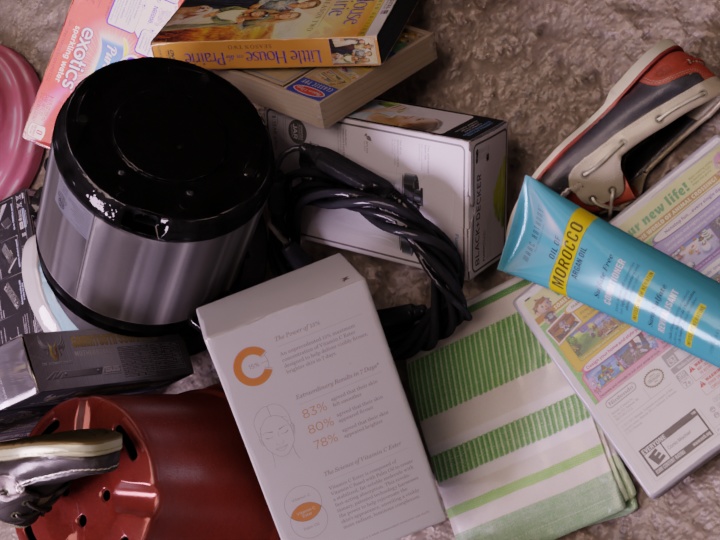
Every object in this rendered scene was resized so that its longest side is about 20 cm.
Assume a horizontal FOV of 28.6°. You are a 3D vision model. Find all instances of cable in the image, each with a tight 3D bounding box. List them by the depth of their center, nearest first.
[{"bbox_3d":[0.000,0.000,1.116,0.199,0.051,0.164,30,127,23],"label":"cable"}]

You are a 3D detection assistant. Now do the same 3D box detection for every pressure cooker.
[{"bbox_3d":[-0.171,-0.048,1.124,0.200,0.177,0.177,116,156,-50],"label":"pressure cooker"}]

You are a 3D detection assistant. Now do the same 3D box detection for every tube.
[{"bbox_3d":[0.190,0.006,1.012,0.199,0.050,0.078,29,111,29],"label":"tube"}]

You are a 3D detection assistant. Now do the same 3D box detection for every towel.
[{"bbox_3d":[0.117,0.114,1.098,0.152,0.023,0.201,-27,70,26],"label":"towel"}]

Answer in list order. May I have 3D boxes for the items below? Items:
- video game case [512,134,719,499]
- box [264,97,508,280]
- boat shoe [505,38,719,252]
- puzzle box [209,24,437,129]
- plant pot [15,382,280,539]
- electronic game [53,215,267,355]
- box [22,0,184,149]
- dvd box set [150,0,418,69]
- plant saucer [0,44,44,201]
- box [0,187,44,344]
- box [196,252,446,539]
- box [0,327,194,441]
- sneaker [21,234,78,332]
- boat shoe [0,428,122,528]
[{"bbox_3d":[0.237,0.032,1.023,0.200,0.022,0.183,-40,67,14],"label":"video game case"},{"bbox_3d":[0.020,-0.073,1.141,0.199,0.060,0.117,14,118,33],"label":"box"},{"bbox_3d":[0.189,-0.080,1.061,0.200,0.071,0.063,-49,64,10],"label":"boat shoe"},{"bbox_3d":[-0.052,-0.182,1.184,0.199,0.133,0.026,25,139,40],"label":"puzzle box"},{"bbox_3d":[-0.164,0.184,1.155,0.200,0.195,0.202,-6,79,31],"label":"plant pot"},{"bbox_3d":[-0.180,-0.020,1.246,0.198,0.042,0.202,0,96,1],"label":"electronic game"},{"bbox_3d":[-0.217,-0.193,1.295,0.102,0.095,0.201,21,94,4],"label":"box"},{"bbox_3d":[-0.058,-0.214,1.181,0.199,0.147,0.030,2,127,20],"label":"dvd box set"},{"bbox_3d":[-0.410,-0.140,1.449,0.199,0.051,0.202,-6,78,30],"label":"plant saucer"},{"bbox_3d":[-0.352,0.042,1.381,0.157,0.050,0.201,-23,70,27],"label":"box"},{"bbox_3d":[-0.031,0.107,1.067,0.124,0.097,0.201,-21,105,-7],"label":"box"},{"bbox_3d":[-0.258,0.095,1.159,0.158,0.200,0.049,-25,79,28],"label":"box"},{"bbox_3d":[-0.244,0.046,1.306,0.082,0.074,0.201,-28,79,23],"label":"sneaker"},{"bbox_3d":[-0.255,0.160,1.063,0.200,0.072,0.067,-11,85,31],"label":"boat shoe"}]
